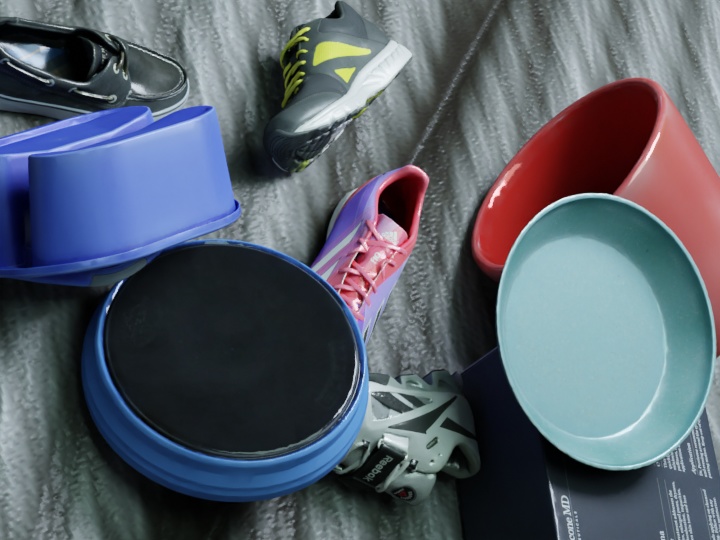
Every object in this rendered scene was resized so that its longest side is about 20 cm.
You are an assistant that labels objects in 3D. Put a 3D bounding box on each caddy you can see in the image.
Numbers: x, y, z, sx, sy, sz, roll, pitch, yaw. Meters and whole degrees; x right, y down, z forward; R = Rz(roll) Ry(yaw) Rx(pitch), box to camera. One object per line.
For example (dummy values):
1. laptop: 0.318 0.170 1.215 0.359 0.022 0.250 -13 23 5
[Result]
1. caddy: -0.172 -0.043 1.572 0.199 0.141 0.106 -21 107 -46

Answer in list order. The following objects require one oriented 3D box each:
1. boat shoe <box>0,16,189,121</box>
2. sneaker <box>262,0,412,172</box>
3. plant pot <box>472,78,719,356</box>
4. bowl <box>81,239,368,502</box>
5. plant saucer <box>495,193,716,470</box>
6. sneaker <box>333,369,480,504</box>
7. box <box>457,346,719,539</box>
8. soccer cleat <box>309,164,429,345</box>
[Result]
1. boat shoe: -0.198 -0.143 1.679 0.199 0.057 0.069 1 62 -40
2. sneaker: -0.036 -0.144 1.820 0.085 0.074 0.200 44 34 0
3. plant pot: 0.215 -0.019 1.864 0.177 0.200 0.201 45 42 -23
4. bowl: -0.089 0.062 1.594 0.199 0.040 0.202 8 51 -10
5. plant saucer: 0.171 0.046 1.706 0.199 0.036 0.202 7 77 -30
6. sneaker: 0.015 0.124 1.674 0.199 0.074 0.089 -5 64 -42
7. box: 0.173 0.167 1.761 0.181 0.104 0.202 15 53 -34
8. soccer cleat: 0.000 0.000 1.744 0.068 0.073 0.201 37 44 -16
